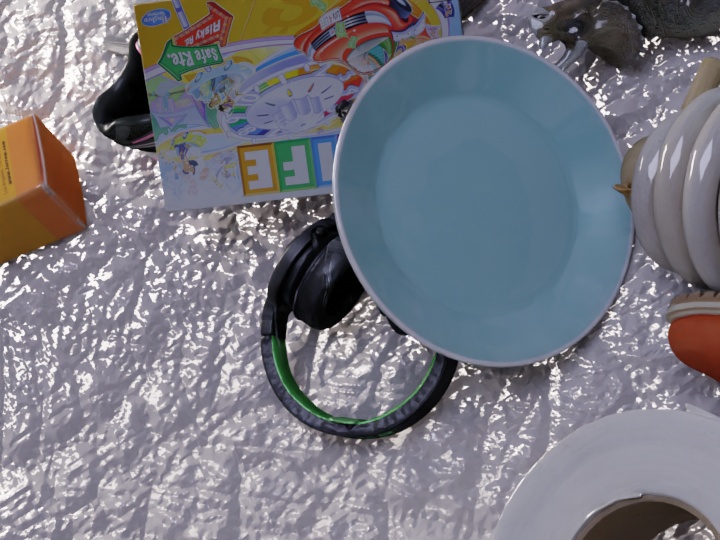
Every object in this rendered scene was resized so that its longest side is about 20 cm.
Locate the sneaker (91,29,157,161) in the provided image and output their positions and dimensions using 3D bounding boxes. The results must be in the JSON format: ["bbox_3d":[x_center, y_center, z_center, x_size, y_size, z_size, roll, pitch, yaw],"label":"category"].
[{"bbox_3d":[-0.098,-0.146,1.619,0.080,0.086,0.200,48,115,29],"label":"sneaker"}]

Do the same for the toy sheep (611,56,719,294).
[{"bbox_3d":[0.230,-0.046,1.440,0.200,0.138,0.138,9,67,46],"label":"toy sheep"}]

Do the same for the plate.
[{"bbox_3d":[0.071,-0.040,1.502,0.026,0.200,0.201,-26,42,62],"label":"plate"}]

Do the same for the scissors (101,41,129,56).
[{"bbox_3d":[-0.096,-0.140,1.689,0.200,0.014,0.073,34,107,36],"label":"scissors"}]

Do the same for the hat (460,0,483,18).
[{"bbox_3d":[-0.005,-0.225,1.663,0.200,0.081,0.201,-11,60,19],"label":"hat"}]

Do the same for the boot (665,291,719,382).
[{"bbox_3d":[0.242,0.083,1.403,0.200,0.075,0.107,26,81,31],"label":"boot"}]

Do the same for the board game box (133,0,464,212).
[{"bbox_3d":[-0.032,-0.115,1.571,0.199,0.135,0.034,-7,16,5],"label":"board game box"}]

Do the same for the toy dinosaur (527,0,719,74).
[{"bbox_3d":[0.200,-0.182,1.568,0.199,0.077,0.103,-14,78,9],"label":"toy dinosaur"}]

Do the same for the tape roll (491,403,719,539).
[{"bbox_3d":[0.167,0.176,1.356,0.202,0.071,0.203,-10,72,32],"label":"tape roll"}]

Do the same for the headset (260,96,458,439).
[{"bbox_3d":[0.000,0.000,1.527,0.123,0.094,0.201,4,82,20],"label":"headset"}]

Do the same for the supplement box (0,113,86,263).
[{"bbox_3d":[-0.288,-0.030,1.695,0.199,0.067,0.069,-23,57,11],"label":"supplement box"}]
